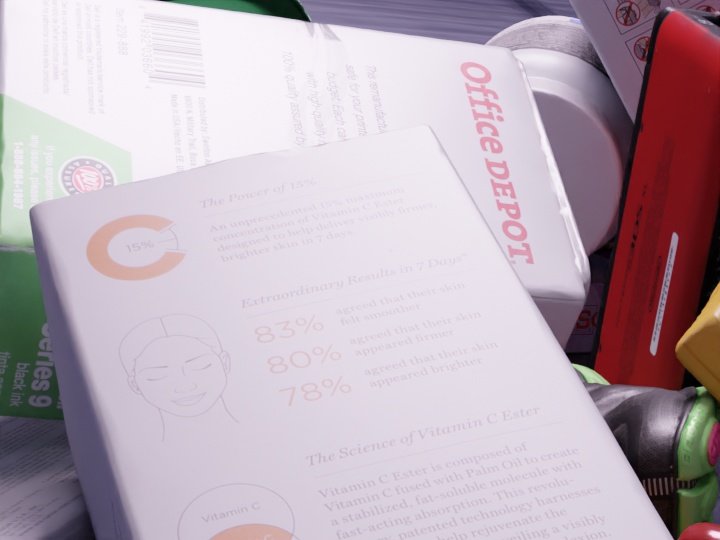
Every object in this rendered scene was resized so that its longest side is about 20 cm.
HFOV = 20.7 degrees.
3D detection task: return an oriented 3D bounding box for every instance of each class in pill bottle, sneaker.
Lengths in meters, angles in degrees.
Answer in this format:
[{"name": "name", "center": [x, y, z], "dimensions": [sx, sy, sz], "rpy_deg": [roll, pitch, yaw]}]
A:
[{"name": "pill bottle", "center": [0.094, -0.065, 1.034], "dimensions": [0.113, 0.115, 0.200], "rpy_deg": [10, 16, 8]}, {"name": "sneaker", "center": [0.076, 0.072, 0.740], "dimensions": [0.083, 0.077, 0.200], "rpy_deg": [6, -2, -15]}]

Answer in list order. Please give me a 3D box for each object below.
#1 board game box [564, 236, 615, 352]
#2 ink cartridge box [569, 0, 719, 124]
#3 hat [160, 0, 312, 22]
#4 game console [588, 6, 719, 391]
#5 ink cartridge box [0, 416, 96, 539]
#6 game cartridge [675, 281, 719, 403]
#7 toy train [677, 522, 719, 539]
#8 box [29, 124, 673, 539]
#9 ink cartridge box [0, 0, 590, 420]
[{"name": "board game box", "center": [0.084, -0.005, 1.106], "dimensions": [0.198, 0.041, 0.200], "rpy_deg": [0, 18, -29]}, {"name": "ink cartridge box", "center": [0.188, -0.087, 1.005], "dimensions": [0.084, 0.201, 0.176], "rpy_deg": [-26, 11, 15]}, {"name": "hat", "center": [-0.146, -0.102, 1.029], "dimensions": [0.199, 0.167, 0.176], "rpy_deg": [1, -9, 39]}, {"name": "game console", "center": [0.169, -0.002, 0.837], "dimensions": [0.118, 0.201, 0.172], "rpy_deg": [6, 16, -8]}, {"name": "ink cartridge box", "center": [-0.154, 0.087, 0.678], "dimensions": [0.199, 0.050, 0.162], "rpy_deg": [-4, 10, 23]}, {"name": "game cartridge", "center": [0.214, 0.046, 0.747], "dimensions": [0.176, 0.032, 0.200], "rpy_deg": [46, 37, 2]}, {"name": "toy train", "center": [0.078, 0.111, 0.636], "dimensions": [0.115, 0.085, 0.199], "rpy_deg": [16, -1, -43]}, {"name": "box", "center": [-0.007, 0.064, 0.533], "dimensions": [0.124, 0.098, 0.200], "rpy_deg": [-12, 41, -13]}, {"name": "ink cartridge box", "center": [-0.035, -0.018, 0.699], "dimensions": [0.199, 0.084, 0.146], "rpy_deg": [6, 41, -14]}]
